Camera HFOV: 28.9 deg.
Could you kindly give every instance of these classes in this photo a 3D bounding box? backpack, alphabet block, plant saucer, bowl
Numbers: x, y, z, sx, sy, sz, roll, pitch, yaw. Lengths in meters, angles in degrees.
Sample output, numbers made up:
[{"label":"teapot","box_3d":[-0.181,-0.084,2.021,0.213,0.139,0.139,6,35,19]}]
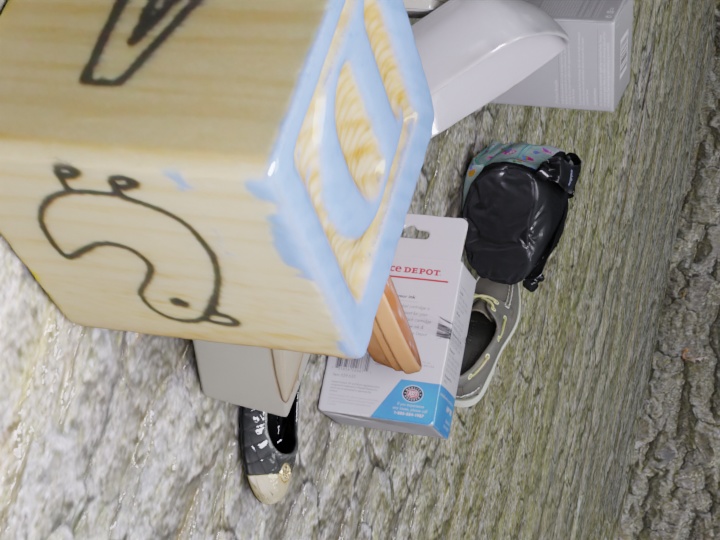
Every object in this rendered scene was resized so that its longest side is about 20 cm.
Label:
[{"label":"backpack","box_3d":[0.191,-0.087,1.689,0.200,0.127,0.167,-47,150,-61]},{"label":"alphabet block","box_3d":[-0.088,-0.084,0.821,0.195,0.200,0.196,67,34,-51]},{"label":"plant saucer","box_3d":[0.000,0.000,1.209,0.200,0.037,0.200,-22,90,-87]},{"label":"bowl","box_3d":[0.086,-0.196,1.320,0.075,0.200,0.200,61,23,5]}]

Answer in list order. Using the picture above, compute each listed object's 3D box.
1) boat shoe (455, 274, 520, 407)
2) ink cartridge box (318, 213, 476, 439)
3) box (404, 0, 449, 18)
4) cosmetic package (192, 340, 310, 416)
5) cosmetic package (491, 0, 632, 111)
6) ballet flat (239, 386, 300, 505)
[{"label":"boat shoe","box_3d":[0.145,0.066,1.681,0.060,0.072,0.202,75,32,-54]},{"label":"ink cartridge box","box_3d":[0.041,0.050,1.329,0.067,0.116,0.200,46,53,-64]},{"label":"box","box_3d":[0.050,-0.338,1.299,0.095,0.078,0.200,-10,105,-70]},{"label":"cosmetic package","box_3d":[-0.073,0.015,0.998,0.200,0.073,0.104,90,16,-62]},{"label":"cosmetic package","box_3d":[0.182,-0.239,1.494,0.090,0.200,0.107,-54,147,-49]},{"label":"ballet flat","box_3d":[-0.061,0.094,1.147,0.066,0.057,0.200,7,89,-69]}]
